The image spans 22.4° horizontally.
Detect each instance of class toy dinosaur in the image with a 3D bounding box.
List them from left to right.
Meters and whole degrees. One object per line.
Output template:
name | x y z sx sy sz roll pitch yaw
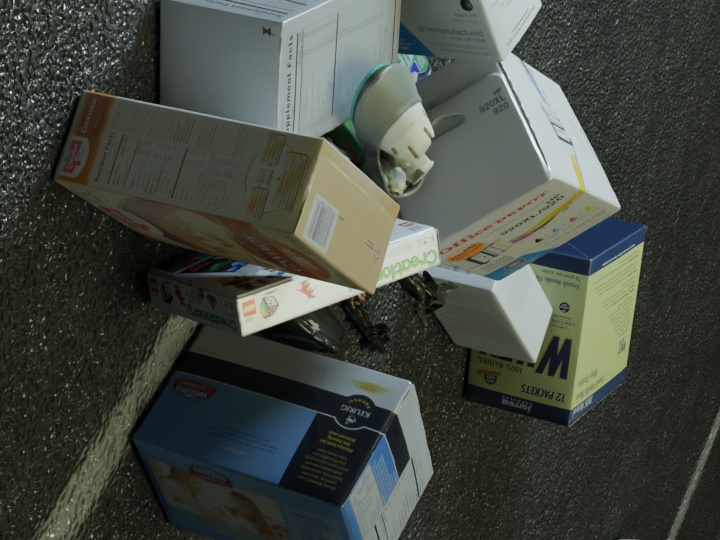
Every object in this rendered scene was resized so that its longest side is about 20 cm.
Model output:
toy dinosaur | 0.000 0.000 1.633 0.136 0.102 0.200 54 34 -11

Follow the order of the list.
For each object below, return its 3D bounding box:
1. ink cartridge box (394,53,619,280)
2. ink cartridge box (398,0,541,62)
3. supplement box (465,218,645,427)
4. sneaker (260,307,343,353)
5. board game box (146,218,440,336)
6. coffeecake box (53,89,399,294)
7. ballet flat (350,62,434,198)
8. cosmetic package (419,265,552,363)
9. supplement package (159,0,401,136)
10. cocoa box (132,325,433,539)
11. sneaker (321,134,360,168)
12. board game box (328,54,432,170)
ink cartridge box | 0.120 -0.095 1.671 0.200 0.147 0.145 15 48 -64
ink cartridge box | 0.049 -0.281 1.533 0.086 0.146 0.200 -57 139 -30
supplement box | 0.231 0.048 2.141 0.200 0.134 0.201 -25 125 -60
sneaker | -0.058 0.013 1.586 0.200 0.076 0.091 49 54 -62
board game box | -0.052 -0.003 1.441 0.199 0.126 0.035 -20 111 -34
coffeecake box | -0.094 -0.056 1.315 0.153 0.199 0.073 37 69 -63
ballet flat | 0.034 -0.110 1.481 0.067 0.064 0.200 -48 169 -10
cosmetic package | 0.132 0.023 1.958 0.072 0.101 0.200 -68 155 -18
supplement package | -0.061 -0.176 1.433 0.200 0.109 0.114 -35 134 -55
cocoa box | -0.061 0.152 1.493 0.132 0.199 0.134 -59 151 -32
sneaker | -0.053 -0.095 1.543 0.074 0.088 0.200 -47 175 -6
board game box | 0.015 -0.168 1.696 0.135 0.029 0.200 -67 154 -18
